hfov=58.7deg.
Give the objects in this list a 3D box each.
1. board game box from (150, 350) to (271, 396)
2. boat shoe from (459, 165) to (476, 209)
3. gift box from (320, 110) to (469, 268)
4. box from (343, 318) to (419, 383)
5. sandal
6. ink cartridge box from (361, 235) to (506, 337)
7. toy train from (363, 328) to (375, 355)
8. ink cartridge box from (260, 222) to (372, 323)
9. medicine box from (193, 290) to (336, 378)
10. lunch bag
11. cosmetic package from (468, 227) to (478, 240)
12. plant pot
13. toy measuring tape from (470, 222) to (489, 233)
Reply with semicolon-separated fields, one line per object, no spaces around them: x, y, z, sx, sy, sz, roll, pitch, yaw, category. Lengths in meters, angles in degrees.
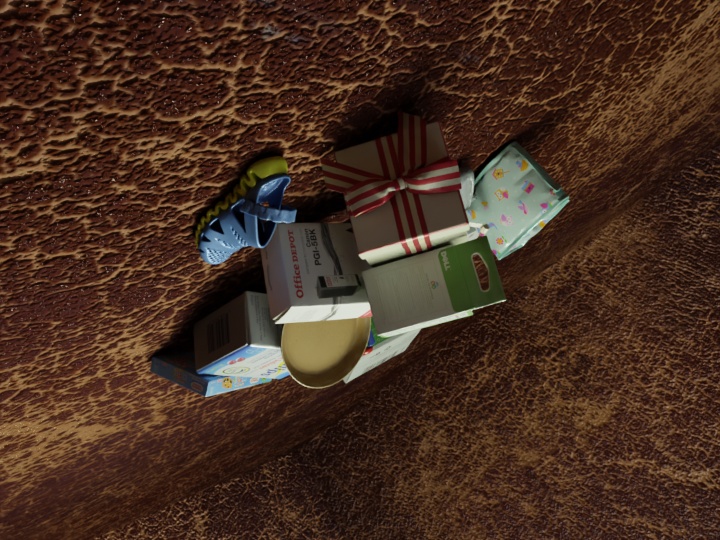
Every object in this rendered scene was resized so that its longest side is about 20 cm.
-0.296;0.200;1.295;0.200;0.151;0.037;3;102;-61;board game box
0.207;-0.151;1.314;0.071;0.070;0.201;-27;160;-1;boat shoe
0.055;-0.117;0.967;0.184;0.200;0.187;-20;168;5;gift box
0.015;0.149;1.640;0.199;0.172;0.200;-26;161;-21;box
-0.157;-0.065;0.885;0.200;0.087;0.079;-42;163;34;sandal
0.111;0.027;0.977;0.200;0.104;0.059;-17;167;12;ink cartridge box
-0.079;0.149;1.317;0.200;0.085;0.116;-5;-161;42;toy train
-0.050;0.002;1.054;0.200;0.147;0.083;-3;161;-29;ink cartridge box
-0.179;0.127;1.202;0.200;0.103;0.182;13;149;-41;medicine box
0.324;-0.152;1.350;0.122;0.170;0.200;-25;161;-40;lunch bag
0.230;-0.084;1.530;0.051;0.083;0.200;-30;164;-16;cosmetic package
-0.064;0.110;1.144;0.200;0.201;0.027;-20;-158;-36;plant pot
0.161;-0.078;1.297;0.199;0.074;0.074;10;155;-5;toy measuring tape
